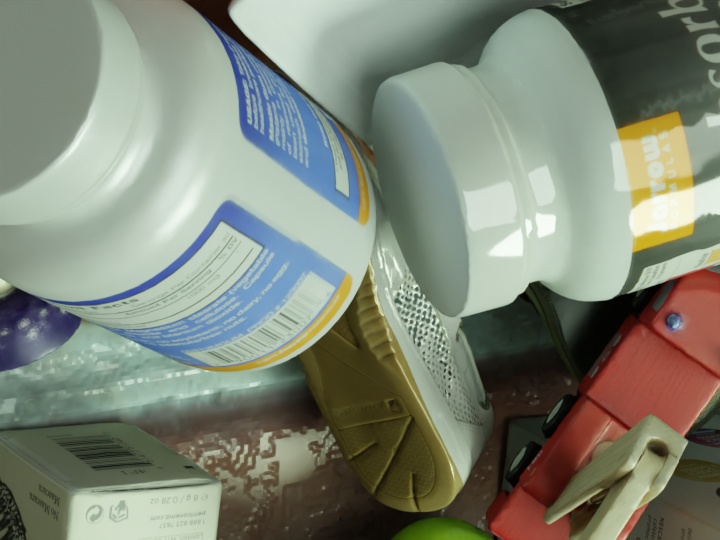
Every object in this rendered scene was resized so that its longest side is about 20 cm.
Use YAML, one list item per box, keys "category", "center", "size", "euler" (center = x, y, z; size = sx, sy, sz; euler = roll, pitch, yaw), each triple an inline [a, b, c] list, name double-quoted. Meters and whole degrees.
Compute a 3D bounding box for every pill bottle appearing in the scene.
- category: "pill bottle"
  center: [0.113, -0.054, 0.888]
  size: [0.200, 0.116, 0.117]
  euler: [-17, 114, -16]
- category: "pill bottle"
  center: [-0.079, -0.037, 0.795]
  size: [0.112, 0.112, 0.200]
  euler: [-62, 154, -3]

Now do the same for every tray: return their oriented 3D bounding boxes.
- category: "tray"
  center: [0.021, -0.103, 0.858]
  size: [0.107, 0.022, 0.200]
  euler: [-38, 159, 6]

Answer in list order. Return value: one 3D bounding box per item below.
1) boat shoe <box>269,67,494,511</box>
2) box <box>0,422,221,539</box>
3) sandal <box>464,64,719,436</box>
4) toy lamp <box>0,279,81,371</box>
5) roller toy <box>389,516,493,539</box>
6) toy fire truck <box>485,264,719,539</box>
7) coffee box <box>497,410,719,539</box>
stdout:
- category: "boat shoe"
  center: [0.000, 0.000, 0.949]
  size: [0.069, 0.071, 0.200]
  euler: [-44, 119, -46]
- category: "box"
  center: [-0.111, 0.167, 0.912]
  size: [0.068, 0.082, 0.201]
  euler: [-1, 103, -34]
- category: "sandal"
  center: [0.091, -0.014, 0.988]
  size: [0.080, 0.057, 0.201]
  euler: [-41, 99, 1]
- category: "toy lamp"
  center: [-0.158, -0.058, 0.827]
  size: [0.058, 0.058, 0.200]
  euler: [-30, 118, -23]
- category: "roller toy"
  center: [0.007, 0.222, 0.963]
  size: [0.182, 0.140, 0.201]
  euler: [-17, 111, -25]
- category: "toy fire truck"
  center: [0.095, 0.083, 0.900]
  size: [0.049, 0.141, 0.200]
  euler: [36, 94, -3]
- category: "coffee box"
  center: [0.192, 0.183, 1.043]
  size: [0.199, 0.198, 0.201]
  euler: [-3, 106, -32]
